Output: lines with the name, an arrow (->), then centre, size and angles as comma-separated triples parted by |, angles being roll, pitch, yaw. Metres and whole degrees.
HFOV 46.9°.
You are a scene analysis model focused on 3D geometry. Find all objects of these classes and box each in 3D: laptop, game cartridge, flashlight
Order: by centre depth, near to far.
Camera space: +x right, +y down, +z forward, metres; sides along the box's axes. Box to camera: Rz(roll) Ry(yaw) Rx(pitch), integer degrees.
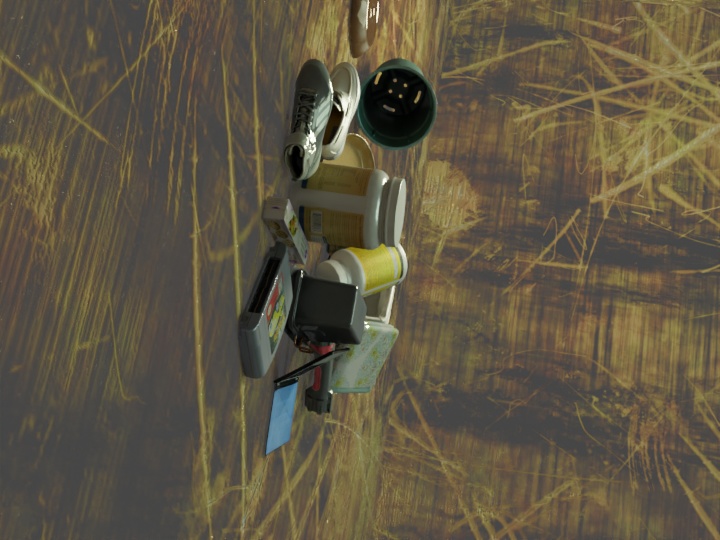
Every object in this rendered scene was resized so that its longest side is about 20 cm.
game cartridge -> -0.153, 0.069, 1.370 | 0.135, 0.040, 0.203 | 93, 9, -46
laptop -> -0.099, 0.247, 1.608 | 0.118, 0.197, 0.187 | 64, 7, 6
flashlight -> -0.091, 0.208, 1.783 | 0.068, 0.066, 0.205 | 44, -47, 52

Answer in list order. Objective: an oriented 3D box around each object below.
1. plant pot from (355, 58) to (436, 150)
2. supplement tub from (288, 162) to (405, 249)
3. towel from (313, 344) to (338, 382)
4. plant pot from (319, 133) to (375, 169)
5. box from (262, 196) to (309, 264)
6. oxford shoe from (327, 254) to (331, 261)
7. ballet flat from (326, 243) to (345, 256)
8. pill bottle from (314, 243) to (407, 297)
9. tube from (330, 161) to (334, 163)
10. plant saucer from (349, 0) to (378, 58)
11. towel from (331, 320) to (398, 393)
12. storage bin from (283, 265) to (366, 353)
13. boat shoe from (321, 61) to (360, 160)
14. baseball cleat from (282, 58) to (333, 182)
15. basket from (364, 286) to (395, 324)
plant pot -> 0.091, -0.426, 2.050 | 0.197, 0.194, 0.205 | -80, 174, -64
supplement tub -> -0.022, -0.116, 1.516 | 0.145, 0.195, 0.149 | 8, 90, -81
towel -> -0.050, 0.165, 1.879 | 0.131, 0.034, 0.203 | -34, 142, -33
plant pot -> -0.036, -0.180, 1.712 | 0.198, 0.027, 0.206 | -23, 118, -50
box -> -0.125, -0.065, 1.416 | 0.201, 0.040, 0.040 | 75, 25, -69
oxford shoe -> -0.043, 0.070, 1.893 | 0.073, 0.082, 0.205 | -56, 154, -73
ballet flat -> -0.027, -0.094, 1.916 | 0.202, 0.069, 0.072 | -70, 165, -54
pill bottle -> 0.000, 0.000, 1.803 | 0.197, 0.111, 0.115 | -18, 121, -42
tube -> -0.055, -0.187, 1.739 | 0.078, 0.049, 0.205 | -59, 151, -57
plant saucer -> 0.012, -0.582, 1.870 | 0.200, 0.036, 0.206 | 7, 90, -80
towel -> -0.002, 0.197, 1.905 | 0.199, 0.048, 0.174 | 12, 105, -58
storage bin -> -0.065, 0.090, 1.621 | 0.200, 0.131, 0.149 | 66, 33, -71
boat shoe -> -0.049, -0.320, 1.615 | 0.070, 0.069, 0.205 | 63, 41, -73
baseball cleat -> -0.089, -0.251, 1.403 | 0.107, 0.068, 0.206 | -54, 150, -71
basket -> 0.018, 0.071, 2.124 | 0.125, 0.132, 0.203 | 92, 10, -54
